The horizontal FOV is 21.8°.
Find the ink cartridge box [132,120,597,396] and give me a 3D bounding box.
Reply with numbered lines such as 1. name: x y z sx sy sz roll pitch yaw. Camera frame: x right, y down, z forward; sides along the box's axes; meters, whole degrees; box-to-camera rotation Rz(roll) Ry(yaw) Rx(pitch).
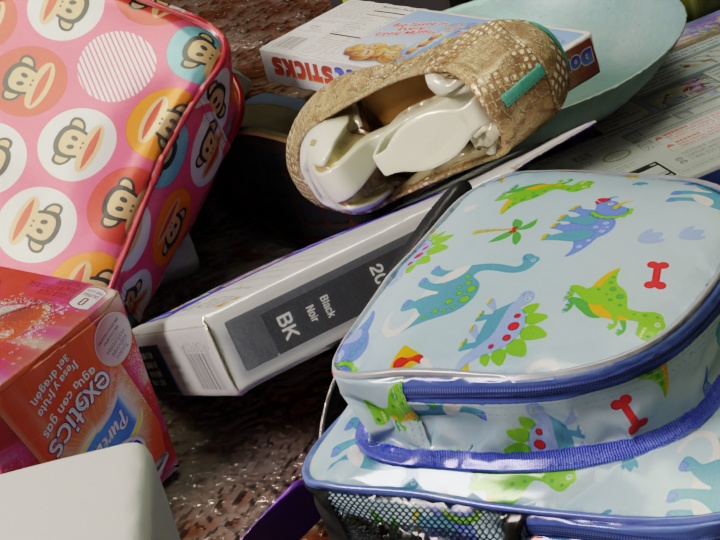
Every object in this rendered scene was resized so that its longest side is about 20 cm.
1. ink cartridge box: 0.000 0.000 0.876 0.199 0.044 0.198 -27 3 -16

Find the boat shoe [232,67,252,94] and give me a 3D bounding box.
1. boat shoe: -0.131 -0.104 1.189 0.070 0.091 0.200 33 8 6

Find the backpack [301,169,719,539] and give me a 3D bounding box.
1. backpack: 0.095 0.056 0.688 0.198 0.148 0.183 6 36 32

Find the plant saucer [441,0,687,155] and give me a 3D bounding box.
1. plant saucer: 0.081 -0.102 1.013 0.199 0.039 0.202 -14 26 7

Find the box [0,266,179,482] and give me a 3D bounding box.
1. box: -0.194 0.061 0.883 0.199 0.101 0.095 9 38 39

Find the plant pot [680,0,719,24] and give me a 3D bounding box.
1. plant pot: 0.227 -0.235 1.145 0.192 0.201 0.200 -37 32 -14

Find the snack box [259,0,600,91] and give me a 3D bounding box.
1. snack box: 0.032 -0.112 0.989 0.072 0.025 0.199 -31 29 -29

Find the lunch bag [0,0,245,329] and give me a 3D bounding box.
1. lunch bag: -0.173 -0.062 1.000 0.175 0.082 0.201 21 71 14

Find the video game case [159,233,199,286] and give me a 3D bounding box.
1. video game case: -0.209 -0.059 1.055 0.181 0.202 0.023 -21 -17 -11

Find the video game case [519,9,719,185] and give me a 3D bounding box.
1. video game case: 0.164 -0.069 0.995 0.198 0.046 0.181 -23 27 -12

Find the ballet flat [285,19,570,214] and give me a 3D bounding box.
1. ballet flat: 0.014 -0.065 0.896 0.199 0.071 0.065 -27 14 49

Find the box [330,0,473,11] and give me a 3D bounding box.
1. box: 0.084 -0.223 1.216 0.199 0.150 0.124 -34 33 -31

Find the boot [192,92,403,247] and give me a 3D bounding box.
1. boot: -0.034 -0.070 1.073 0.199 0.075 0.097 8 38 41

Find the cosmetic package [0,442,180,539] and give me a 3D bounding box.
1. cosmetic package: -0.117 0.185 0.536 0.163 0.166 0.200 -14 27 2

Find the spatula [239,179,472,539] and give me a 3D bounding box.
1. spatula: -0.006 0.050 0.756 0.020 0.057 0.201 25 82 20
